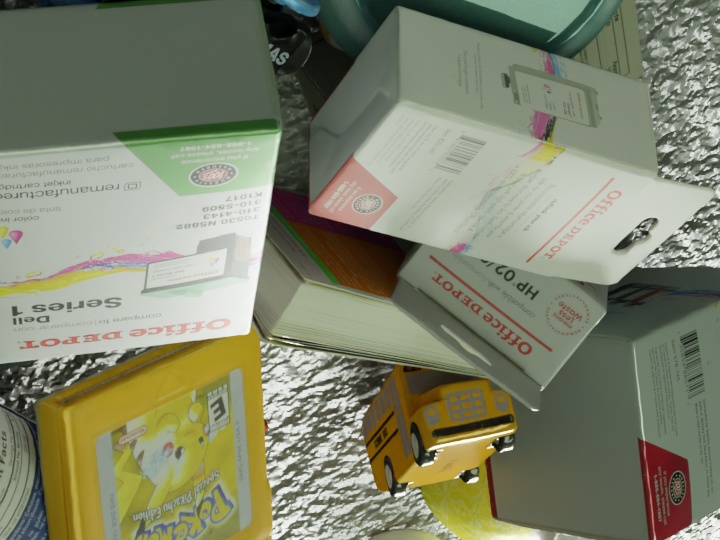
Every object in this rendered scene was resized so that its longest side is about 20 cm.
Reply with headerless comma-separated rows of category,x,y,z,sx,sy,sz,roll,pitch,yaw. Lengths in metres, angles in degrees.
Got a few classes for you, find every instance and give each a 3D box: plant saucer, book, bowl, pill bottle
plant saucer,0.066,-0.183,0.932,0.199,0.027,0.201,-6,118,-11
book,0.000,0.000,1.084,0.199,0.134,0.048,13,119,-41
bowl,0.158,0.165,1.371,0.199,0.108,0.201,-19,136,-19
pill bottle,-0.246,0.130,1.053,0.111,0.111,0.200,-42,139,7

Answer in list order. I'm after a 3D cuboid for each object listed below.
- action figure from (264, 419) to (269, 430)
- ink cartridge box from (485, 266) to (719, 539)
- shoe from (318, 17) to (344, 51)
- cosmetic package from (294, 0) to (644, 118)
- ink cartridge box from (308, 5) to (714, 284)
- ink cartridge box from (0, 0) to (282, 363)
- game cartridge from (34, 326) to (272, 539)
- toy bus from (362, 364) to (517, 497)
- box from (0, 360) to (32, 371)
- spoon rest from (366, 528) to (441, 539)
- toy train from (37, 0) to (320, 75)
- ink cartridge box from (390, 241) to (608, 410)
action figure,-0.158,0.142,1.177,0.200,0.052,0.065,-32,145,-2
ink cartridge box,0.200,0.088,1.226,0.200,0.144,0.146,-17,103,-43
shoe,0.070,-0.174,0.976,0.199,0.053,0.070,-29,147,-2
cosmetic package,0.067,-0.127,1.055,0.199,0.073,0.104,-29,139,-9
ink cartridge box,0.083,-0.063,0.961,0.199,0.068,0.116,15,145,-22
ink cartridge box,-0.122,-0.040,0.858,0.144,0.084,0.200,-6,151,-12
game cartridge,-0.123,0.147,1.097,0.176,0.032,0.201,-25,117,-46
toy bus,0.051,0.106,1.191,0.065,0.079,0.200,-9,164,-12
box,-0.179,-0.040,0.984,0.157,0.051,0.201,-18,136,-18
spoon rest,0.063,0.268,1.452,0.199,0.061,0.100,22,113,-31
toy train,-0.106,-0.161,0.870,0.087,0.114,0.200,-48,139,17
ink cartridge box,0.092,-0.002,1.078,0.115,0.200,0.068,37,109,-4
